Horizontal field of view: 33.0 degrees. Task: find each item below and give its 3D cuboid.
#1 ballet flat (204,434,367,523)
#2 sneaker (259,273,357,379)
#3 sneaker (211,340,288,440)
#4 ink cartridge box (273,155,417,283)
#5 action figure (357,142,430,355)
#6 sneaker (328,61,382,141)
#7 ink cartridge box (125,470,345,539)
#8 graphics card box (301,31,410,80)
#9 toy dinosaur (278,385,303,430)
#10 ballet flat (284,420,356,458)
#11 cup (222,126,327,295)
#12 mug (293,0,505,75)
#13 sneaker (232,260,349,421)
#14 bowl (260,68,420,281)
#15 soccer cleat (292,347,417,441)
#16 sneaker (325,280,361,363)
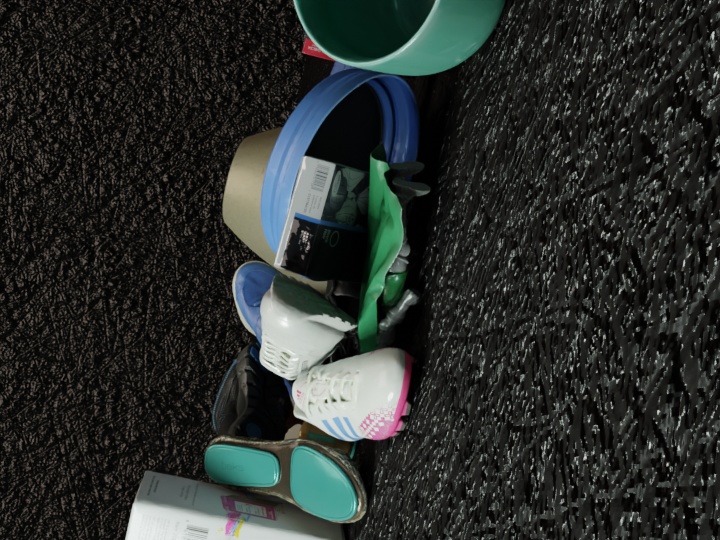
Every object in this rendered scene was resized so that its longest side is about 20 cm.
[{"bbox_3d":[-0.056,0.185,1.132,0.199,0.075,0.068,6,97,38],"label":"ballet flat"},{"bbox_3d":[-0.053,0.056,1.037,0.081,0.076,0.200,-51,-11,-1],"label":"sneaker"},{"bbox_3d":[-0.125,0.175,1.333,0.082,0.073,0.200,-42,28,35],"label":"sneaker"},{"bbox_3d":[0.001,-0.039,1.089,0.200,0.039,0.100,5,-80,-62],"label":"ink cartridge box"},{"bbox_3d":[0.023,0.007,1.040,0.118,0.054,0.201,-94,11,-59],"label":"action figure"},{"bbox_3d":[-0.032,-0.135,1.190,0.076,0.077,0.201,19,95,63],"label":"sneaker"},{"bbox_3d":[-0.125,0.288,1.147,0.085,0.199,0.145,-100,24,-79],"label":"ink cartridge box"},{"bbox_3d":[0.020,-0.303,1.267,0.051,0.125,0.200,-83,9,-50],"label":"graphics card box"},{"bbox_3d":[-0.082,0.159,1.377,0.182,0.105,0.201,-91,17,-53],"label":"toy dinosaur"},{"bbox_3d":[-0.050,0.178,1.261,0.200,0.063,0.069,125,156,-71],"label":"ballet flat"},{"bbox_3d":[-0.073,-0.083,1.373,0.200,0.143,0.201,14,-90,-85],"label":"cup"},{"bbox_3d":[0.030,-0.239,0.948,0.185,0.114,0.152,50,120,27],"label":"mug"},{"bbox_3d":[-0.075,0.063,1.314,0.201,0.076,0.111,64,163,16],"label":"sneaker"},{"bbox_3d":[-0.018,-0.089,1.108,0.201,0.039,0.201,-41,-36,-38],"label":"bowl"},{"bbox_3d":[-0.011,0.106,1.016,0.200,0.086,0.070,126,155,-70],"label":"soccer cleat"},{"bbox_3d":[-0.003,-0.001,1.231,0.104,0.060,0.201,-91,10,-64],"label":"sneaker"}]
